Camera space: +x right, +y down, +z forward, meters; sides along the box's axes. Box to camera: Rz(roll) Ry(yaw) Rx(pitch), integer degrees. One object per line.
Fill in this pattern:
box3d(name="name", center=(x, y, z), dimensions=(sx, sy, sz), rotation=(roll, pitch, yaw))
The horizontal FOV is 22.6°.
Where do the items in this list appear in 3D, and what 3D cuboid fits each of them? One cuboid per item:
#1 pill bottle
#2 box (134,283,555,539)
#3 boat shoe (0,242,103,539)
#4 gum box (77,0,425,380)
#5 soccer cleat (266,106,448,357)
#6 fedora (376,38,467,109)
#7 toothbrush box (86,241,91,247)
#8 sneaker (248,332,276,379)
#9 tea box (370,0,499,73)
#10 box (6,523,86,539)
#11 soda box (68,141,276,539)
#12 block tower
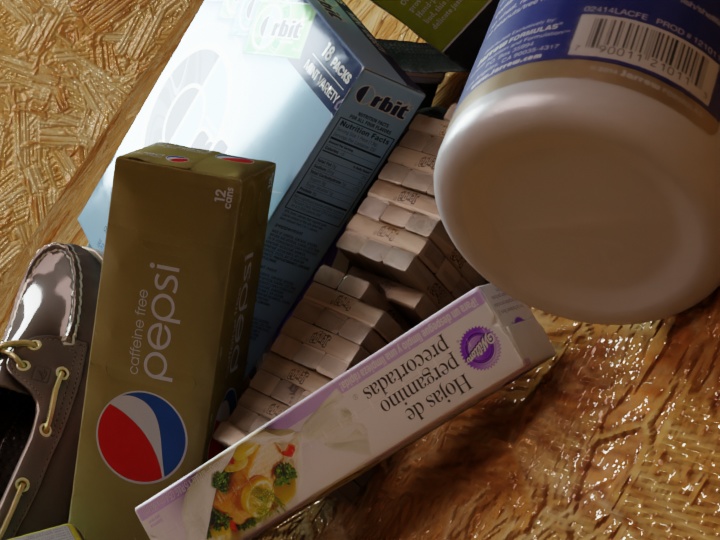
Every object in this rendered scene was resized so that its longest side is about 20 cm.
box3d(name="pill bottle", center=(0.109, -0.086, 0.704), dimensions=(0.116, 0.116, 0.200), rotation=(-39, 21, 47))
box3d(name="box", center=(-0.010, 0.071, 0.775), dimensions=(0.200, 0.039, 0.041), rotation=(-34, -9, 23))
box3d(name="boat shoe", center=(-0.172, 0.072, 0.940), dimensions=(0.072, 0.059, 0.201), rotation=(-11, 62, 37))
box3d(name="gum box", center=(-0.066, -0.058, 0.961), dimensions=(0.200, 0.044, 0.170), rotation=(-56, 38, 18))
box3d(name="soccer cleat", center=(0.000, 0.000, 0.956), dimensions=(0.073, 0.068, 0.200), rotation=(-20, 41, 62))
box3d(name="fedora", center=(-0.017, -0.102, 1.124), dimensions=(0.201, 0.200, 0.092), rotation=(-146, 61, -76))
box3d(name="toothbrush box", center=(-0.125, 0.038, 1.113), dimensions=(0.200, 0.085, 0.147), rotation=(-71, -11, -50))
box3d(name="sneaker", center=(-0.037, 0.001, 1.068), dimensions=(0.200, 0.078, 0.078), rotation=(-56, -29, -63))
box3d(name="tea box", center=(0.074, -0.222, 0.955), dimensions=(0.134, 0.197, 0.200), rotation=(-44, 17, 36))
box3d(name="box", center=(-0.135, 0.195, 0.745), dimensions=(0.200, 0.117, 0.049), rotation=(46, 140, 47))
box3d(name="soda box", center=(-0.092, 0.043, 0.871), dimensions=(0.068, 0.064, 0.201), rotation=(-43, -38, -75))
box3d(name="block tower", center=(0.012, 0.017, 0.869), dimensions=(0.054, 0.058, 0.200), rotation=(20, 71, 44))
